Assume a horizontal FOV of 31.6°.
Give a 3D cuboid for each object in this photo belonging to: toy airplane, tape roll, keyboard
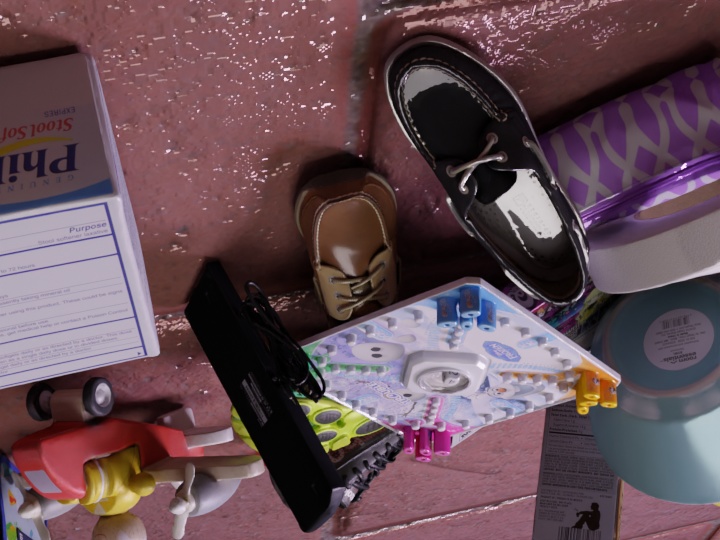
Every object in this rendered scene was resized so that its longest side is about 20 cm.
[{"bbox_3d":[-0.193,0.175,1.067,0.197,0.143,0.200,5,164,-15],"label":"toy airplane"},{"bbox_3d":[0.248,-0.045,0.900,0.202,0.037,0.203,-28,-173,4],"label":"tape roll"},{"bbox_3d":[-0.059,0.084,0.929,0.039,0.201,0.104,-20,161,-34],"label":"keyboard"}]

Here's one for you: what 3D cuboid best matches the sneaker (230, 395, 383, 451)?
[{"bbox_3d":[-0.027,0.101,1.074,0.199,0.084,0.074,-10,135,-34],"label":"sneaker"}]

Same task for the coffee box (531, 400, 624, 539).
[{"bbox_3d":[0.218,0.196,1.244,0.079,0.202,0.113,3,155,15],"label":"coffee box"}]

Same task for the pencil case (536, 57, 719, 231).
[{"bbox_3d":[0.178,-0.072,0.881,0.199,0.086,0.084,-26,127,15],"label":"pencil case"}]

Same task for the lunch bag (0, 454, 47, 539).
[{"bbox_3d":[-0.349,0.254,1.100,0.127,0.171,0.199,-31,147,28],"label":"lunch bag"}]

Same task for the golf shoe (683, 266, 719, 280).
[{"bbox_3d":[0.309,-0.014,0.995,0.199,0.095,0.078,-22,-170,-9],"label":"golf shoe"}]

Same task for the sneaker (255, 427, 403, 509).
[{"bbox_3d":[0.001,0.171,1.209,0.199,0.099,0.071,-20,150,5],"label":"sneaker"}]

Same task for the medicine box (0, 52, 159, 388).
[{"bbox_3d":[-0.225,-0.015,0.756,0.180,0.104,0.201,-12,151,-8],"label":"medicine box"}]

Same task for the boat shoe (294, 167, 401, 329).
[{"bbox_3d":[0.000,0.000,0.929,0.075,0.074,0.200,-15,152,-2],"label":"boat shoe"}]

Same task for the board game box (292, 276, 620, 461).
[{"bbox_3d":[0.064,0.084,0.963,0.199,0.026,0.199,-23,142,34],"label":"board game box"}]

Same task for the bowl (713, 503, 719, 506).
[{"bbox_3d":[0.321,0.117,1.230,0.107,0.202,0.200,13,158,18],"label":"bowl"}]

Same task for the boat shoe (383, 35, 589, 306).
[{"bbox_3d":[0.083,-0.058,0.803,0.073,0.061,0.200,-28,119,16],"label":"boat shoe"}]

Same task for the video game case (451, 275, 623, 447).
[{"bbox_3d":[0.145,0.054,1.075,0.199,0.036,0.182,-33,154,-12],"label":"video game case"}]

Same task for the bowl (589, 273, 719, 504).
[{"bbox_3d":[0.269,0.078,1.051,0.199,0.202,0.105,-24,136,15],"label":"bowl"}]
